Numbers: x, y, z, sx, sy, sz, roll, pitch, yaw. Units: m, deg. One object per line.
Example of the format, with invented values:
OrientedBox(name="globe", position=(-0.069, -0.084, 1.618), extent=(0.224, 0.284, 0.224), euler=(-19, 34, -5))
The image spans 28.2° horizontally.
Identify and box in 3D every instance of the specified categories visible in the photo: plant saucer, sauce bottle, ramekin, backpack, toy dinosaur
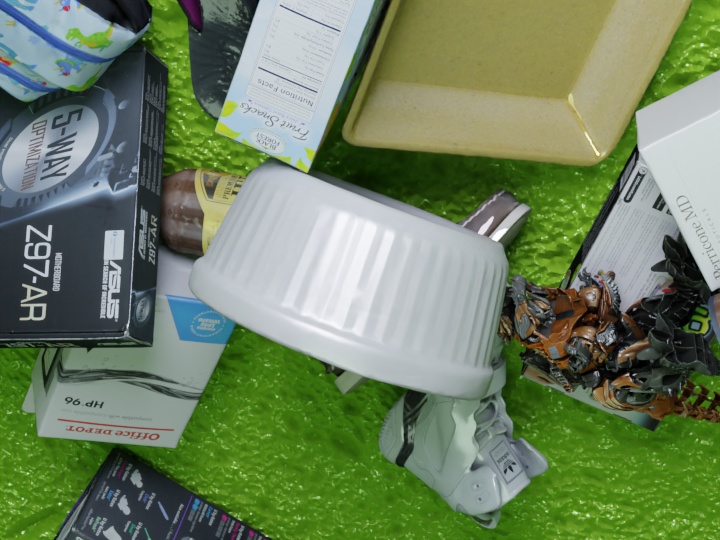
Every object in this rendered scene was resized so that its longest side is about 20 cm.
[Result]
OrientedBox(name="plant saucer", position=(0.099, -0.161, 0.861), extent=(0.198, 0.049, 0.201), euler=(2, 130, -27))
OrientedBox(name="sauce bottle", position=(-0.097, -0.038, 1.023), extent=(0.198, 0.065, 0.065), euler=(10, 125, 5))
OrientedBox(name="ramekin", position=(0.000, 0.000, 0.892), extent=(0.201, 0.202, 0.095), euler=(20, 95, 1))
OrientedBox(name="backpack", position=(-0.223, -0.201, 0.895), extent=(0.199, 0.164, 0.154), euler=(23, 123, -28))
OrientedBox(name="toy dinosaur", position=(0.185, 0.049, 0.967), extent=(0.198, 0.103, 0.136), euler=(11, 146, -28))

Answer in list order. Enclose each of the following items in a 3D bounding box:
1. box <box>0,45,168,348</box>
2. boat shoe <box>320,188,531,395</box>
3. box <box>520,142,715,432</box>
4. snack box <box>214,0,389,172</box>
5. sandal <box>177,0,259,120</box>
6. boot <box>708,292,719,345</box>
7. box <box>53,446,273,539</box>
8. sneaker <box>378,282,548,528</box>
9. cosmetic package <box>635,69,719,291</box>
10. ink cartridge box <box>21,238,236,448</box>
OrientedBox(name="box", position=(-0.217, -0.048, 0.984), extent=(0.159, 0.044, 0.202), euler=(0, 79, 15))
OrientedBox(name="boat shoe", position=(0.037, 0.007, 1.018), extent=(0.060, 0.072, 0.200), euler=(50, 118, 11))
OrientedBox(name="box", position=(0.201, 0.015, 1.000), extent=(0.109, 0.035, 0.201), euler=(23, 126, -2))
OrientedBox(name="snack box", position=(-0.008, -0.185, 0.837), extent=(0.067, 0.169, 0.201), euler=(22, 125, 0))
OrientedBox(name="sandal", position=(-0.091, -0.182, 0.934), extent=(0.075, 0.048, 0.202), euler=(1, 124, 14))
OrientedBox(name="boot", position=(0.292, 0.020, 0.891), extent=(0.096, 0.200, 0.075), euler=(-27, 82, 28))
OrientedBox(name="box", position=(-0.166, 0.266, 1.219), extent=(0.199, 0.106, 0.122), euler=(32, 126, -9))
OrientedBox(name="sneaker", position=(0.090, 0.099, 1.037), extent=(0.115, 0.075, 0.201), euler=(42, 135, 21))
OrientedBox(name="cosmetic package", position=(0.277, -0.085, 0.861), extent=(0.199, 0.085, 0.108), euler=(-28, 105, 17))
OrientedBox(name="ink cartridge box", position=(-0.178, 0.069, 1.088), extent=(0.115, 0.068, 0.201), euler=(9, 130, -25))
